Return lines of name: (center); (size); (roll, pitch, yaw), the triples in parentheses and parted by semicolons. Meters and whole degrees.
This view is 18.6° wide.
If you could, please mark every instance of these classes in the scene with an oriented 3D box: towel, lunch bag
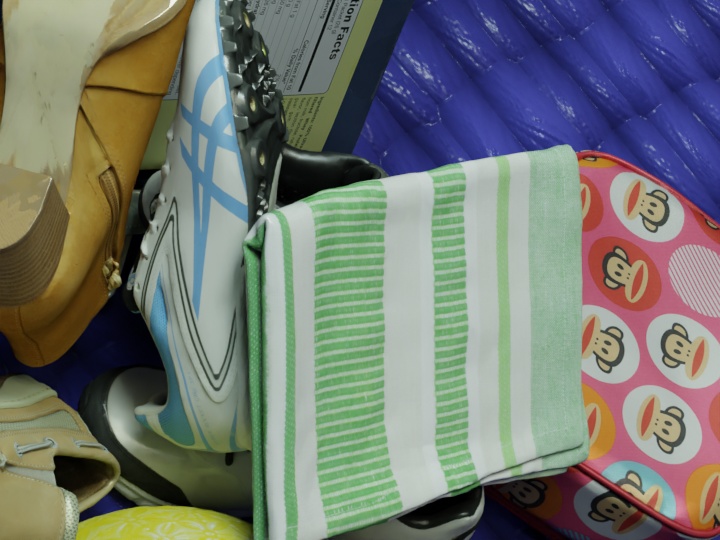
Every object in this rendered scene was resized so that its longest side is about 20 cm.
towel: (0.030, 0.032, 0.963); (0.199, 0.023, 0.154); (-12, 103, -42)
lunch bag: (0.121, 0.039, 1.128); (0.176, 0.082, 0.201); (33, 51, -9)

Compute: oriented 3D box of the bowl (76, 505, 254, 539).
bowl: (-0.064, 0.178, 0.919); (0.199, 0.108, 0.201); (15, 55, -22)

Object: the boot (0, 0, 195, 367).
boot: (-0.113, -0.067, 0.915); (0.070, 0.144, 0.202); (20, 73, 6)

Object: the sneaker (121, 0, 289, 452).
sneaker: (-0.068, -0.018, 0.935); (0.072, 0.201, 0.072); (4, 16, 10)

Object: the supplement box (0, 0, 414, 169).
supplement box: (-0.106, -0.161, 1.045); (0.199, 0.135, 0.200); (-4, 46, -31)

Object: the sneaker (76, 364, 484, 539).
sneaker: (-0.032, 0.083, 1.014); (0.199, 0.080, 0.074); (19, 56, -17)

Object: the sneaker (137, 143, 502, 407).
sneaker: (0.000, 0.000, 0.998); (0.200, 0.091, 0.067); (36, 40, -11)

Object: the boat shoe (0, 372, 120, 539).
boat shoe: (-0.148, 0.090, 0.888); (0.076, 0.072, 0.200); (29, 18, 8)

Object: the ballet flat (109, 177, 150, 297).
ballet flat: (-0.108, -0.019, 1.052); (0.199, 0.067, 0.064); (-4, 92, -31)
